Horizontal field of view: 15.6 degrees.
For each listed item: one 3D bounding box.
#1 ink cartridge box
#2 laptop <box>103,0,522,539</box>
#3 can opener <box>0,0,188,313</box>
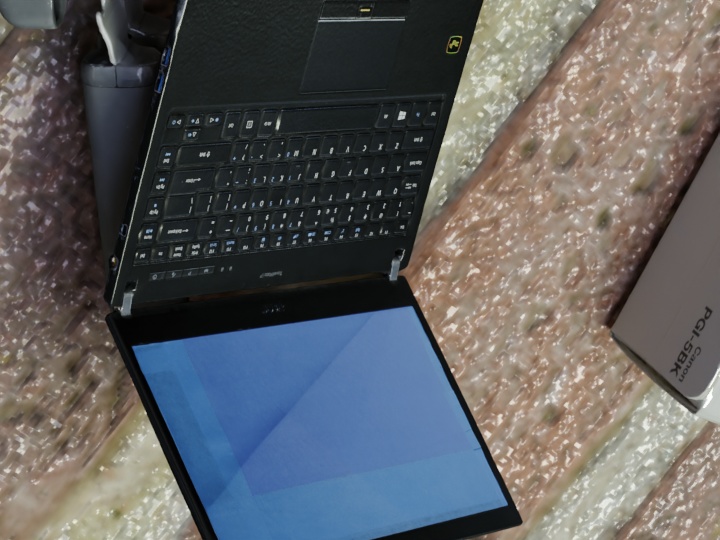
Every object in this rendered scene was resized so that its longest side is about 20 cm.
[{"bbox_3d":[0.232,0.012,1.174,0.199,0.083,0.147,22,103,-33],"label":"ink cartridge box"},{"bbox_3d":[0.000,0.000,1.008,0.177,0.103,0.201,-7,119,-50],"label":"laptop"},{"bbox_3d":[-0.103,-0.074,0.997,0.066,0.053,0.201,1,119,9],"label":"can opener"}]
